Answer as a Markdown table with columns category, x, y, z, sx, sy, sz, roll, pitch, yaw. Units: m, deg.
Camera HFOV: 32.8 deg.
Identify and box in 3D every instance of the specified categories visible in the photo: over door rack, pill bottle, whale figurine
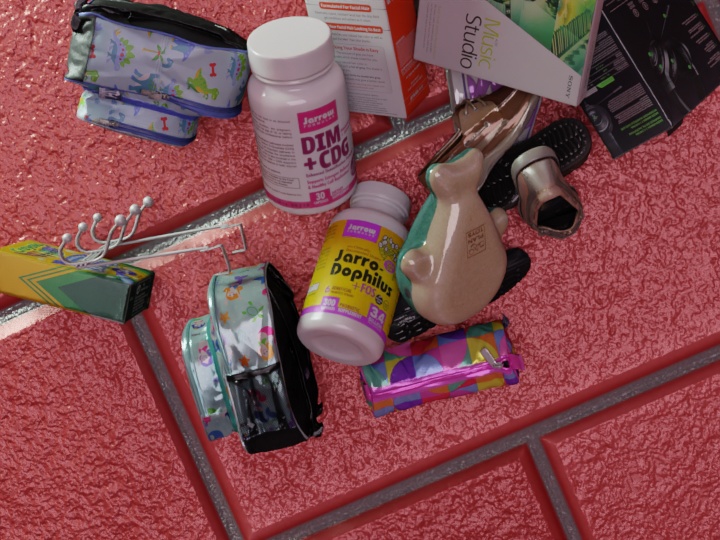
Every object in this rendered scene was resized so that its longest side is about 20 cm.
| category | x | y | z | sx | sy | sz | roll | pitch | yaw |
| --- | --- | --- | --- | --- | --- | --- | --- | --- | --- |
| over door rack | -0.239 | -0.043 | 1.441 | 0.197 | 0.148 | 0.068 | 3 | 103 | 3 |
| pill bottle | 0.000 | 0.000 | 1.419 | 0.103 | 0.105 | 0.202 | 16 | 65 | 1 |
| pill bottle | -0.068 | -0.175 | 1.389 | 0.111 | 0.114 | 0.202 | -5 | 128 | 4 |
| whale figurine | 0.093 | -0.041 | 1.354 | 0.158 | 0.103 | 0.203 | -27 | 127 | -31 |

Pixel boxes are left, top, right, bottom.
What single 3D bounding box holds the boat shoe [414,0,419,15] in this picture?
| category | x | y | z | sx | sy | sz | roll | pitch | yaw |
| --- | --- | --- | --- | --- | --- | --- | --- | --- | --- |
| boat shoe | 0.047 | -0.340 | 1.442 | 0.197 | 0.073 | 0.063 | -20 | 52 | 11 |

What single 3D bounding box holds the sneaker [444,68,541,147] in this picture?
| category | x | y | z | sx | sy | sz | roll | pitch | yaw |
| --- | --- | --- | --- | --- | --- | --- | --- | --- | --- |
| sneaker | 0.156 | -0.241 | 1.434 | 0.112 | 0.073 | 0.203 | -10 | 109 | 1 |

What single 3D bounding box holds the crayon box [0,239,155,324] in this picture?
| category | x | y | z | sx | sy | sz | roll | pitch | yaw |
| --- | --- | --- | --- | --- | --- | --- | --- | --- | --- |
| crayon box | -0.358 | 0.008 | 1.462 | 0.197 | 0.126 | 0.052 | 13 | 97 | 1 |

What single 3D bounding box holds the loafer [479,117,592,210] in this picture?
| category | x | y | z | sx | sy | sz | roll | pitch | yaw |
| --- | --- | --- | --- | --- | --- | --- | --- | --- | --- |
| loafer | 0.189 | -0.108 | 1.444 | 0.198 | 0.071 | 0.074 | -23 | 74 | 23 |

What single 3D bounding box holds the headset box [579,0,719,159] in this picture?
| category | x | y | z | sx | sy | sz | roll | pitch | yaw |
| --- | --- | --- | --- | --- | --- | --- | --- | --- | --- |
| headset box | 0.308 | -0.246 | 1.365 | 0.092 | 0.174 | 0.201 | -29 | 97 | 49 |

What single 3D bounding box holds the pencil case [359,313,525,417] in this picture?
| category | x | y | z | sx | sy | sz | roll | pitch | yaw |
| --- | --- | --- | --- | --- | --- | --- | --- | --- | --- |
| pencil case | 0.096 | 0.117 | 1.470 | 0.197 | 0.088 | 0.090 | -15 | 96 | 7 |

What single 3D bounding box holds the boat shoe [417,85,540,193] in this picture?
| category | x | y | z | sx | sy | sz | roll | pitch | yaw |
| --- | --- | --- | --- | --- | --- | --- | --- | --- | --- |
| boat shoe | 0.137 | -0.162 | 1.384 | 0.071 | 0.076 | 0.201 | 33 | 98 | -9 |

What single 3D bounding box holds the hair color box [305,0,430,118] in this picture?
| category | x | y | z | sx | sy | sz | roll | pitch | yaw |
| --- | --- | --- | --- | --- | --- | --- | --- | --- | --- |
| hair color box | 0.004 | -0.278 | 1.376 | 0.110 | 0.064 | 0.202 | 12 | 133 | 31 |

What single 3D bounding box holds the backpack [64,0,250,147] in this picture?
| category | x | y | z | sx | sy | sz | roll | pitch | yaw |
| --- | --- | --- | --- | --- | --- | --- | --- | --- | --- |
| backpack | -0.227 | -0.226 | 1.403 | 0.197 | 0.183 | 0.149 | 11 | 106 | -6 |

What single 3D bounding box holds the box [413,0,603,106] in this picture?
| category | x | y | z | sx | sy | sz | roll | pitch | yaw |
| --- | --- | --- | --- | --- | --- | --- | --- | --- | --- |
| box | 0.156 | -0.271 | 1.306 | 0.197 | 0.036 | 0.146 | 19 | 128 | 18 |

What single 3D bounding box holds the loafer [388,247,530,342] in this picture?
| category | x | y | z | sx | sy | sz | roll | pitch | yaw |
| --- | --- | --- | --- | --- | --- | --- | --- | --- | --- |
| loafer | 0.108 | 0.015 | 1.466 | 0.198 | 0.068 | 0.071 | -24 | 60 | -4 |

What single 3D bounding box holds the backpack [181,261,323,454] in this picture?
| category | x | y | z | sx | sy | sz | roll | pitch | yaw |
| --- | --- | --- | --- | --- | --- | --- | --- | --- | --- |
| backpack | -0.129 | 0.096 | 1.434 | 0.148 | 0.178 | 0.203 | -8 | 103 | 2 |

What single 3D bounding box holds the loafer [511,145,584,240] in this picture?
| category | x | y | z | sx | sy | sz | roll | pitch | yaw |
| --- | --- | --- | --- | --- | --- | --- | --- | --- | --- |
| loafer | 0.216 | -0.069 | 1.384 | 0.071 | 0.200 | 0.064 | -27 | 63 | 9 |
